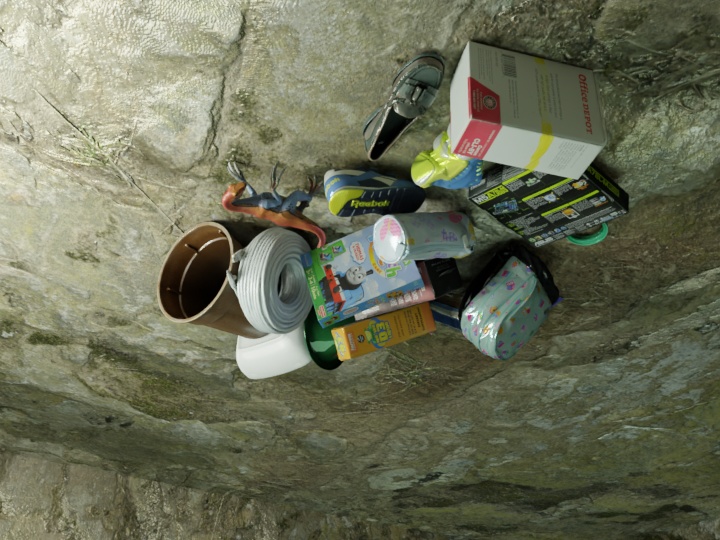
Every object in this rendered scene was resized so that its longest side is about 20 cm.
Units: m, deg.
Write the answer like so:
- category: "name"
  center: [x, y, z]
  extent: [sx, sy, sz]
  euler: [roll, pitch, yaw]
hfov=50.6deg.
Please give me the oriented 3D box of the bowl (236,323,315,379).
- category: "bowl"
  center: [-0.181, 0.116, 1.596]
  extent: [0.198, 0.202, 0.075]
  euler: [-19, 141, 31]

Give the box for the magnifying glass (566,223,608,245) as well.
- category: "magnifying glass"
  center: [0.390, -0.105, 1.363]
  extent: [0.079, 0.023, 0.200]
  euler: [-13, 142, 25]

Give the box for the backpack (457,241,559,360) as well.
- category: "backpack"
  center: [0.286, 0.070, 1.472]
  extent: [0.200, 0.126, 0.167]
  euler: [-45, 130, -5]

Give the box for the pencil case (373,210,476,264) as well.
- category: "pencil case"
  center: [0.115, -0.057, 1.337]
  extent: [0.198, 0.091, 0.084]
  euler: [-4, 137, -41]

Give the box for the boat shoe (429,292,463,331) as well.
- category: "boat shoe"
  center: [0.168, 0.065, 1.595]
  extent: [0.198, 0.073, 0.072]
  euler: [23, 156, 18]

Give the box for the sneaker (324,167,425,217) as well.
- category: "sneaker"
  center: [0.025, -0.139, 1.308]
  extent: [0.198, 0.083, 0.074]
  euler: [2, 131, -33]

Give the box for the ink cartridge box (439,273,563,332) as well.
- category: "ink cartridge box"
  center: [0.305, 0.092, 1.658]
  extent: [0.198, 0.047, 0.198]
  euler: [20, 143, -20]

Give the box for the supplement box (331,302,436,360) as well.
- category: "supplement box"
  center: [0.047, 0.118, 1.504]
  extent: [0.198, 0.067, 0.069]
  euler: [-17, -179, -21]

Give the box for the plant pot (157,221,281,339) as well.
- category: "plant pot"
  center: [-0.259, 0.035, 1.503]
  extent: [0.199, 0.203, 0.198]
  euler: [-18, 150, 30]

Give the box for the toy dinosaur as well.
- category: "toy dinosaur"
  center: [-0.145, -0.111, 1.281]
  extent: [0.181, 0.202, 0.105]
  euler: [-29, -176, -40]

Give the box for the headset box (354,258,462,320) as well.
- category: "headset box"
  center: [0.095, 0.028, 1.485]
  extent: [0.198, 0.078, 0.148]
  euler: [-19, 179, 30]

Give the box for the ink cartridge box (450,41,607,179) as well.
- category: "ink cartridge box"
  center: [0.232, -0.224, 1.076]
  extent: [0.197, 0.147, 0.084]
  euler: [10, 148, -10]

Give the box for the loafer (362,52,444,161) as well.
- category: "loafer"
  center: [0.066, -0.239, 1.147]
  extent: [0.071, 0.064, 0.200]
  euler: [17, 145, -21]

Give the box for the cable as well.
- category: "cable"
  center: [-0.154, 0.019, 1.441]
  extent: [0.069, 0.200, 0.202]
  euler: [5, 128, 30]

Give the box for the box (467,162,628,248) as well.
- category: "box"
  center: [0.316, -0.125, 1.288]
  extent: [0.192, 0.048, 0.199]
  euler: [32, 145, -27]

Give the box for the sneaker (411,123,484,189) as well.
- category: "sneaker"
  center: [0.174, -0.190, 1.219]
  extent: [0.104, 0.077, 0.199]
  euler: [11, 156, -34]

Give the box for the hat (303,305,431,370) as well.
- category: "hat"
  center: [0.009, 0.107, 1.533]
  extent: [0.174, 0.200, 0.167]
  euler: [-6, 111, 32]

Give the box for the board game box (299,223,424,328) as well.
- category: "board game box"
  center: [0.000, 0.000, 1.391]
  extent: [0.198, 0.152, 0.037]
  euler: [-22, 145, 3]
